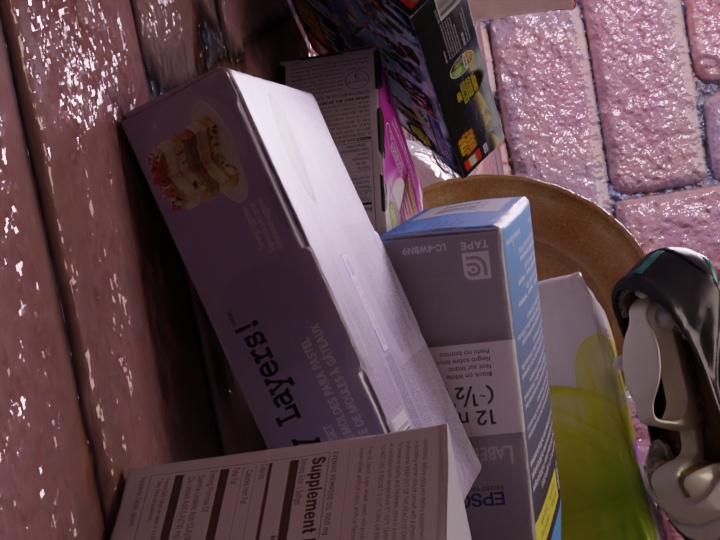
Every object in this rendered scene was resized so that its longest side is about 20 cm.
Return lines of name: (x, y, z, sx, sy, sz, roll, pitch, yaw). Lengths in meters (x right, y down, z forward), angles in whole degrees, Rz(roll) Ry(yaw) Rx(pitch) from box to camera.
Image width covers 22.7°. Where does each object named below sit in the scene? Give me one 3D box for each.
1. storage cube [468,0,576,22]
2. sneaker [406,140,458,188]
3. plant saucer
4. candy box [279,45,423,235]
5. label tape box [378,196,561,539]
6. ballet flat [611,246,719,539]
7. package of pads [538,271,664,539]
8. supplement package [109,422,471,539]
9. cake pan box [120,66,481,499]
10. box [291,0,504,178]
storage cube: (0.110, -0.362, 1.727, 0.201, 0.169, 0.181, 72, 14, -52)
sneaker: (0.070, -0.011, 1.416, 0.200, 0.099, 0.078, 51, 15, -18)
plant saucer: (0.093, 0.024, 1.153, 0.036, 0.198, 0.202, 96, -6, -51)
candy box: (0.000, 0.000, 0.967, 0.137, 0.060, 0.201, 69, 15, -53)
label tape box: (0.059, 0.071, 0.888, 0.143, 0.065, 0.202, -35, 121, -77)
ballet flat: (0.179, 0.089, 0.997, 0.073, 0.072, 0.202, -34, 112, -81)
package of pads: (0.086, 0.113, 1.032, 0.068, 0.153, 0.202, 69, 7, -73)
supplement package: (-0.008, 0.178, 0.559, 0.156, 0.110, 0.202, -84, 164, -60)
cake pan box: (-0.014, 0.021, 0.723, 0.201, 0.052, 0.184, 65, 10, -1)
box: (0.009, -0.143, 1.002, 0.137, 0.040, 0.200, 43, -8, 23)
